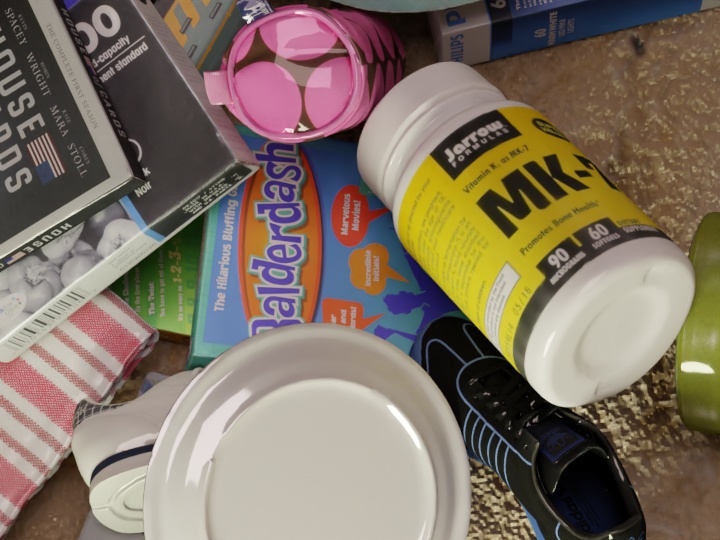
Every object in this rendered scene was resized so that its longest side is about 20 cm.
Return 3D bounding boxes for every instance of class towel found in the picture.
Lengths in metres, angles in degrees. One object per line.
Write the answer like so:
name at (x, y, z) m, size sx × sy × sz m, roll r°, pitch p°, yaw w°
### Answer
towel at (-0.235, 0.075, 1.537) m, size 0.146 × 0.030 × 0.200 m, roll 36°, pitch 84°, yaw 16°

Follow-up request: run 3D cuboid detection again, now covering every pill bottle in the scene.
pill bottle at (0.090, -0.025, 1.448) m, size 0.114 × 0.115 × 0.200 m, roll -36°, pitch 55°, yaw -10°

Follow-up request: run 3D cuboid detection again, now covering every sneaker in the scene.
sneaker at (0.099, 0.093, 1.444) m, size 0.070 × 0.078 × 0.200 m, roll -29°, pitch 65°, yaw -22°
sneaker at (-0.071, 0.089, 1.485) m, size 0.198 × 0.077 × 0.081 m, roll -9°, pitch 43°, yaw -13°

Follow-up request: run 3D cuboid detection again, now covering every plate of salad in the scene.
plate of salad at (-0.031, 0.130, 1.416) m, size 0.199 × 0.048 × 0.202 m, roll -1°, pitch 92°, yaw -24°

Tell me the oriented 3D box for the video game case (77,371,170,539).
video game case at (-0.061, 0.158, 1.487) m, size 0.198 × 0.022 × 0.183 m, roll 14°, pitch 53°, yaw 8°

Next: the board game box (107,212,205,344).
board game box at (-0.123, -0.006, 1.574) m, size 0.198 × 0.030 × 0.096 m, roll 12°, pitch 71°, yaw 4°

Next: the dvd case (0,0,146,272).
dvd case at (-0.241, -0.068, 1.498) m, size 0.199 × 0.025 × 0.151 m, roll -30°, pitch 74°, yaw 13°

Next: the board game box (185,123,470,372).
board game box at (0.000, 0.000, 1.537) m, size 0.198 × 0.045 × 0.153 m, roll 7°, pitch 71°, yaw -8°

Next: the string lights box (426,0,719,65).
string lights box at (0.135, -0.206, 1.616) m, size 0.198 × 0.059 × 0.103 m, roll -13°, pitch 70°, yaw -2°

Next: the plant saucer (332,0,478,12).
plant saucer at (0.039, -0.239, 1.575) m, size 0.199 × 0.039 × 0.202 m, roll -6°, pitch 45°, yaw 6°

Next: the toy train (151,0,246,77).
toy train at (-0.126, -0.150, 1.598) m, size 0.113 × 0.085 × 0.201 m, roll 28°, pitch 77°, yaw 3°

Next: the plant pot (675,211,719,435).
plant pot at (0.287, 0.039, 1.466) m, size 0.191 × 0.201 × 0.202 m, roll 6°, pitch 70°, yaw 16°

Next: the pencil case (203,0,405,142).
pencil case at (-0.029, -0.121, 1.525) m, size 0.093 × 0.200 × 0.091 m, roll -18°, pitch 90°, yaw 10°

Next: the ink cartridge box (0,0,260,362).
ink cartridge box at (-0.193, -0.083, 1.520) m, size 0.198 × 0.043 × 0.201 m, roll -37°, pitch 72°, yaw 9°
